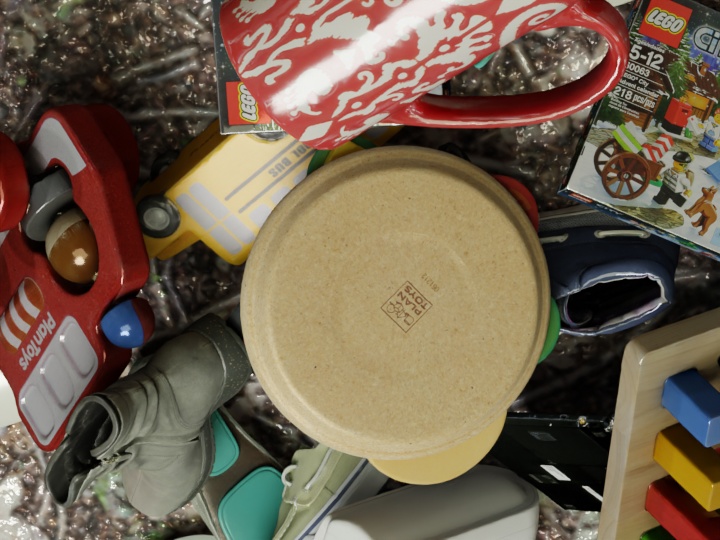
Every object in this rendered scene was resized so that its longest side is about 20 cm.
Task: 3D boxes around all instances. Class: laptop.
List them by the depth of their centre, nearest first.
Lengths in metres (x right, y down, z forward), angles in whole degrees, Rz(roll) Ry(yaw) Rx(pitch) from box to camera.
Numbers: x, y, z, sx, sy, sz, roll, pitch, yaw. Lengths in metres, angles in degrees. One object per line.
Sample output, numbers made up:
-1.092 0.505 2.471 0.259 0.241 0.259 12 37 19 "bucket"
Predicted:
0.186 0.086 1.750 0.200 0.103 0.177 0 155 36 "laptop"

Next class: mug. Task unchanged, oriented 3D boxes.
0.040 -0.144 1.495 0.200 0.133 0.178 -33 86 25 "mug"

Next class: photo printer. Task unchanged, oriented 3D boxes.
0.036 0.218 1.805 0.069 0.200 0.167 34 119 31 "photo printer"

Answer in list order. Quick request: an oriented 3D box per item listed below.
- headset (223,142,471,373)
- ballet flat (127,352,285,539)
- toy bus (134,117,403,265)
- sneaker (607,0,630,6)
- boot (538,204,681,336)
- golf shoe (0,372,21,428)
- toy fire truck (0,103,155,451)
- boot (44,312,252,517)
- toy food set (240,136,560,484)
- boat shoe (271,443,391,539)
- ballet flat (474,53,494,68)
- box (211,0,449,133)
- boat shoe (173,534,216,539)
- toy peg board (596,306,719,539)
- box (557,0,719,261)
0.000 0.000 1.713 0.200 0.123 0.094 -45 75 11 "headset"
-0.093 0.139 1.843 0.067 0.064 0.200 -36 101 -15 "ballet flat"
-0.062 -0.072 1.717 0.078 0.065 0.200 42 118 -17 "toy bus"
0.177 -0.220 1.585 0.200 0.075 0.085 -22 114 12 "sneaker"
0.107 0.009 1.720 0.200 0.090 0.073 -18 116 19 "boot"
-0.296 0.097 1.840 0.200 0.097 0.078 -11 116 14 "golf shoe"
-0.191 -0.001 1.700 0.168 0.112 0.200 56 136 18 "toy fire truck"
-0.152 0.112 1.712 0.068 0.131 0.200 46 143 17 "boot"
0.025 0.019 1.645 0.200 0.049 0.198 28 91 -13 "toy food set"
-0.019 0.141 1.803 0.062 0.072 0.200 37 81 6 "boat shoe"
0.095 -0.215 1.572 0.065 0.071 0.200 32 90 -17 "ballet flat"
-0.020 -0.185 1.607 0.136 0.038 0.200 -3 97 9 "box"
-0.067 0.220 1.891 0.200 0.060 0.076 -6 76 19 "boat shoe"
0.262 0.119 1.685 0.200 0.098 0.199 -18 132 -27 "toy peg board"
0.237 -0.072 1.638 0.200 0.038 0.137 22 86 -4 "box"
